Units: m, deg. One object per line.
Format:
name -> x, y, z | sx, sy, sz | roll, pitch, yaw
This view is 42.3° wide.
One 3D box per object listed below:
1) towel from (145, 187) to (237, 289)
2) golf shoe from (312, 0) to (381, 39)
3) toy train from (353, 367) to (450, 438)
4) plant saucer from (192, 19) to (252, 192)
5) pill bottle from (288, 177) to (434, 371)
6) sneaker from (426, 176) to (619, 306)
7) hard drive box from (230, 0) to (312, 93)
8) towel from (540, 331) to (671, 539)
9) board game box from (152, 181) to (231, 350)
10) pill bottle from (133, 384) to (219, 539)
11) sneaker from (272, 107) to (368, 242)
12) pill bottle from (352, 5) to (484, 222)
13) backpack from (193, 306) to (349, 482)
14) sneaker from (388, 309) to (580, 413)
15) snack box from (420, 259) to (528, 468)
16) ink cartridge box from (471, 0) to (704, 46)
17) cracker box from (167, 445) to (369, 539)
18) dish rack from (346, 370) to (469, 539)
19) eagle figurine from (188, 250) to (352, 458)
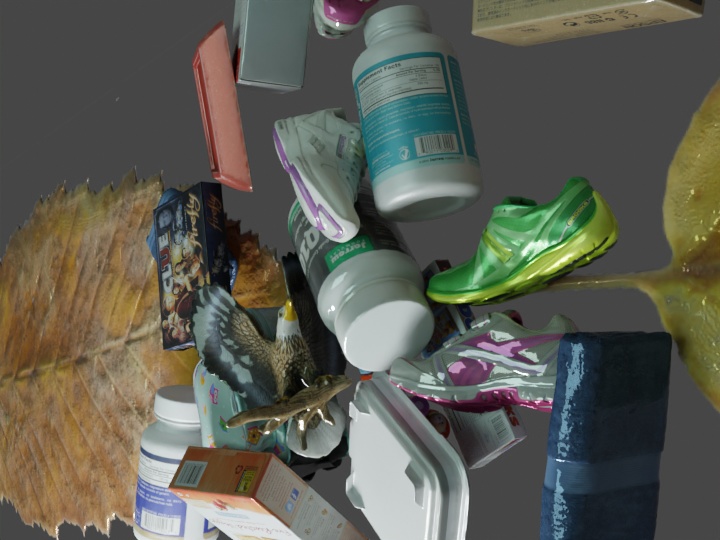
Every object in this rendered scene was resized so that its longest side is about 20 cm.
towel -> -0.240, -0.026, 1.328 | 0.200, 0.048, 0.112 | 47, 123, 40
golf shoe -> -0.018, -0.285, 1.012 | 0.201, 0.075, 0.092 | -88, 10, -59
toy train -> 0.055, 0.188, 0.973 | 0.150, 0.055, 0.202 | 157, 102, -66
plant saucer -> -0.179, -0.197, 1.171 | 0.200, 0.036, 0.202 | -156, 56, -76
pill bottle -> 0.000, 0.000, 0.959 | 0.114, 0.112, 0.201 | -61, 34, 29
sneaker -> 0.143, -0.022, 0.853 | 0.199, 0.074, 0.084 | -28, 70, 36
hard drive box -> -0.105, -0.318, 1.106 | 0.156, 0.076, 0.202 | -151, 66, -75
towel -> 0.193, 0.147, 0.745 | 0.048, 0.111, 0.202 | 12, 99, 56
board game box -> -0.226, -0.002, 1.247 | 0.135, 0.034, 0.202 | -20, 73, 47
pill bottle -> -0.243, 0.266, 1.273 | 0.119, 0.119, 0.202 | 15, 101, 49
sneaker -> -0.026, -0.109, 0.938 | 0.201, 0.099, 0.075 | -115, 6, -47
pill bottle -> 0.053, -0.158, 0.930 | 0.110, 0.110, 0.202 | -24, 71, 47
backpack -> -0.112, 0.142, 1.093 | 0.176, 0.152, 0.202 | -41, 50, 56
sneaker -> 0.121, 0.083, 0.857 | 0.198, 0.081, 0.089 | -3, 73, 25
snack box -> 0.099, 0.092, 0.938 | 0.072, 0.024, 0.201 | -46, 56, 41
ink cartridge box -> 0.192, -0.289, 0.792 | 0.199, 0.075, 0.166 | 7, 93, 51
cracker box -> -0.098, 0.272, 1.029 | 0.133, 0.200, 0.058 | -5, 48, 39
dish rack -> 0.035, 0.210, 0.904 | 0.200, 0.043, 0.173 | -134, 41, -55
eagle figurine -> -0.080, 0.082, 0.975 | 0.152, 0.151, 0.200 | -58, 34, 14
